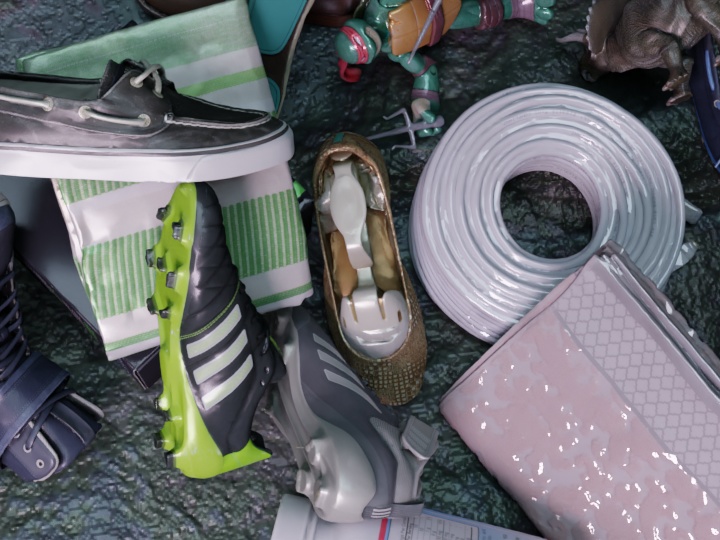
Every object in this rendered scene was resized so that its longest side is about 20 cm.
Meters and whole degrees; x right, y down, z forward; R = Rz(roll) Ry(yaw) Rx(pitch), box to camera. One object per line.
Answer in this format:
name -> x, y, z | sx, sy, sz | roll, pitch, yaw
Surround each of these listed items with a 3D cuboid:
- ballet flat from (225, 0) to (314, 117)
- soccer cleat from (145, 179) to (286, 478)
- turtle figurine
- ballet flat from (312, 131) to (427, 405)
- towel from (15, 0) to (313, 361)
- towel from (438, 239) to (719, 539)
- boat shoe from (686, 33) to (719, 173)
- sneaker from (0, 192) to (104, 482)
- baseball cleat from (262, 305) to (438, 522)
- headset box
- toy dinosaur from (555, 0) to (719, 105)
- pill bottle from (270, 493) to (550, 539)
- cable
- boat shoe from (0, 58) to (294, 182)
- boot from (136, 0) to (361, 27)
ballet flat -> -0.079, -0.142, 0.851 | 0.069, 0.069, 0.200 | 27, 96, 3
soccer cleat -> -0.089, 0.036, 0.796 | 0.081, 0.068, 0.201 | -8, 115, -23
turtle figurine -> 0.052, -0.187, 0.942 | 0.200, 0.150, 0.101 | -34, 63, -19
ballet flat -> 0.000, 0.000, 0.900 | 0.070, 0.065, 0.201 | -15, 88, 8
towel -> -0.120, -0.057, 0.814 | 0.152, 0.023, 0.201 | -16, 102, -7
towel -> 0.167, 0.112, 0.848 | 0.200, 0.191, 0.032 | 51, 37, 15
boat shoe -> 0.290, -0.131, 0.969 | 0.084, 0.069, 0.200 | -26, 79, -10
sneaker -> -0.225, 0.051, 0.838 | 0.146, 0.203, 0.077 | 36, 41, 5
baseball cleat -> -0.009, 0.098, 0.868 | 0.106, 0.070, 0.200 | 8, 36, -23
headset box -> -0.152, -0.039, 0.903 | 0.174, 0.093, 0.200 | -43, 84, -12
toy dinosaur -> 0.239, -0.189, 0.927 | 0.200, 0.077, 0.103 | -33, 73, 26
pill bottle -> 0.035, 0.212, 0.845 | 0.199, 0.109, 0.109 | 14, 75, 0
cable -> 0.137, -0.038, 0.934 | 0.200, 0.069, 0.200 | 43, 77, 7
boat shoe -> -0.138, -0.090, 0.752 | 0.199, 0.071, 0.064 | -1, 110, -9
boot -> -0.076, -0.241, 0.903 | 0.186, 0.200, 0.064 | -1, 75, -4
